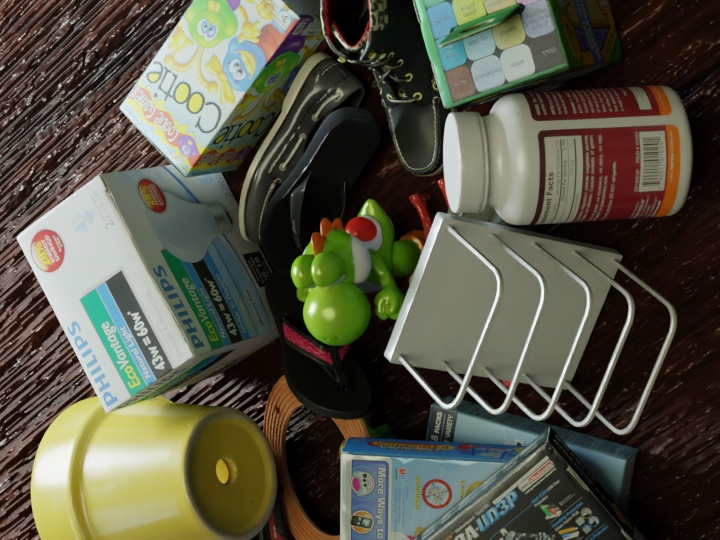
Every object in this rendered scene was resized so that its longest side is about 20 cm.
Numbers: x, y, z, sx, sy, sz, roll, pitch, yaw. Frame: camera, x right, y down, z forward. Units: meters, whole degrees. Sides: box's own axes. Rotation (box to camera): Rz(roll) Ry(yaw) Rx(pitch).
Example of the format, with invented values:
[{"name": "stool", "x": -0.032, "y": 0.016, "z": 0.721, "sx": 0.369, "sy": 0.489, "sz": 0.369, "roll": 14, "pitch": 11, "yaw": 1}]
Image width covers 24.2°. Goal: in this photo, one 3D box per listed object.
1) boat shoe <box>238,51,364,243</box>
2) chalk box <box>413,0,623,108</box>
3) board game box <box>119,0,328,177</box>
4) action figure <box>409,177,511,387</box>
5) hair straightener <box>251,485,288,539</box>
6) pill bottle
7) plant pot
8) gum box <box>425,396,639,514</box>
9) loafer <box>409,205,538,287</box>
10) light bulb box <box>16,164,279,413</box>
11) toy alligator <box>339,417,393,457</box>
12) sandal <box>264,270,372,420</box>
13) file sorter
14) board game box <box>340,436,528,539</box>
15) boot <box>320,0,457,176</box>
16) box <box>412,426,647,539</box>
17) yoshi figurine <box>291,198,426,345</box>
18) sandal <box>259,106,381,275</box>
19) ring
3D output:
[{"name": "boat shoe", "x": -0.057, "y": -0.108, "z": 1.628, "sx": 0.062, "sy": 0.072, "sz": 0.202, "roll": 31, "pitch": 105, "yaw": 23}, {"name": "chalk box", "x": 0.128, "y": -0.216, "z": 1.444, "sx": 0.124, "sy": 0.200, "sz": 0.125, "roll": -16, "pitch": 89, "yaw": 27}, {"name": "board game box", "x": -0.123, "y": -0.201, "z": 1.630, "sx": 0.103, "sy": 0.105, "sz": 0.200, "roll": 46, "pitch": 115, "yaw": 14}, {"name": "action figure", "x": 0.108, "y": 0.014, "z": 1.571, "sx": 0.065, "sy": 0.051, "sz": 0.202, "roll": -25, "pitch": 79, "yaw": 32}, {"name": "hair straightener", "x": -0.106, "y": 0.270, "z": 1.713, "sx": 0.077, "sy": 0.041, "sz": 0.202, "roll": -14, "pitch": 89, "yaw": 46}, {"name": "pill bottle", "x": 0.175, "y": -0.098, "z": 1.439, "sx": 0.197, "sy": 0.113, "sz": 0.114, "roll": -3, "pitch": 97, "yaw": -7}, {"name": "plant pot", "x": -0.190, "y": 0.210, "z": 1.651, "sx": 0.188, "sy": 0.200, "sz": 0.203, "roll": -15, "pitch": 90, "yaw": 39}, {"name": "gum box", "x": 0.150, "y": 0.228, "z": 1.583, "sx": 0.198, "sy": 0.044, "sz": 0.172, "roll": 15, "pitch": 104, "yaw": 25}, {"name": "loafer", "x": 0.110, "y": -0.041, "z": 1.524, "sx": 0.069, "sy": 0.075, "sz": 0.200, "roll": 35, "pitch": 75, "yaw": 34}, {"name": "light bulb box", "x": -0.195, "y": 0.010, "z": 1.643, "sx": 0.124, "sy": 0.200, "sz": 0.200, "roll": -32, "pitch": 83, "yaw": 27}, {"name": "toy alligator", "x": 0.025, "y": 0.223, "z": 1.643, "sx": 0.059, "sy": 0.054, "sz": 0.202, "roll": -13, "pitch": 91, "yaw": 66}, {"name": "sandal", "x": -0.044, "y": 0.061, "z": 1.602, "sx": 0.045, "sy": 0.074, "sz": 0.201, "roll": 107, "pitch": 148, "yaw": -41}, {"name": "file sorter", "x": 0.150, "y": 0.053, "z": 1.452, "sx": 0.125, "sy": 0.198, "sz": 0.140, "roll": 46, "pitch": 120, "yaw": 55}, {"name": "board game box", "x": 0.079, "y": 0.259, "z": 1.534, "sx": 0.193, "sy": 0.056, "sz": 0.203, "roll": 3, "pitch": 100, "yaw": 7}, {"name": "boot", "x": 0.023, "y": -0.183, "z": 1.529, "sx": 0.073, "sy": 0.153, "sz": 0.206, "roll": -3, "pitch": 96, "yaw": 27}, {"name": "box", "x": 0.142, "y": 0.263, "z": 1.473, "sx": 0.200, "sy": 0.046, "sz": 0.159, "roll": -41, "pitch": 92, "yaw": 12}, {"name": "yoshi figurine", "x": -0.004, "y": 0.015, "z": 1.545, "sx": 0.112, "sy": 0.200, "sz": 0.112, "roll": -46, "pitch": 77, "yaw": 24}, {"name": "sandal", "x": -0.042, "y": -0.067, "z": 1.599, "sx": 0.201, "sy": 0.075, "sz": 0.043, "roll": -64, "pitch": 34, "yaw": 38}, {"name": "ring", "x": -0.034, "y": 0.194, "z": 1.646, "sx": 0.200, "sy": 0.019, "sz": 0.203, "roll": 22, "pitch": 117, "yaw": 51}]
